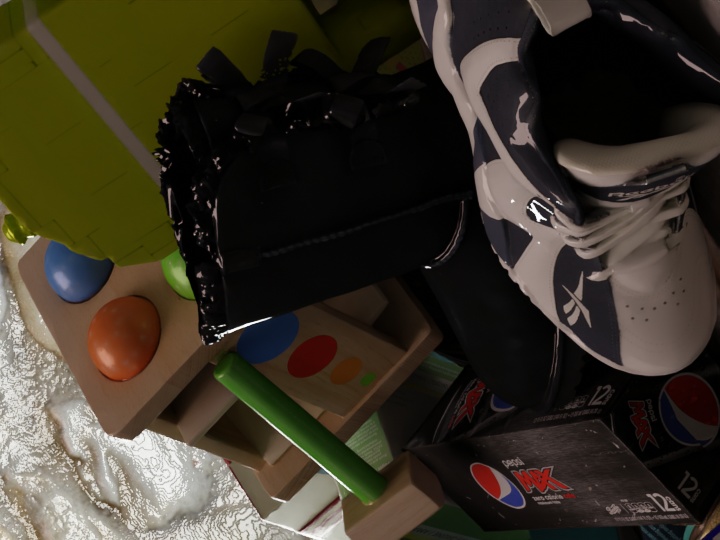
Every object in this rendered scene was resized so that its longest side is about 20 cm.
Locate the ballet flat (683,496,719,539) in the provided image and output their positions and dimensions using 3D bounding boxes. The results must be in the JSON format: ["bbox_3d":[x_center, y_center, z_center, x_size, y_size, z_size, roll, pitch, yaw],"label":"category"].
[{"bbox_3d":[0.187,0.147,0.864,0.071,0.070,0.200,51,172,18],"label":"ballet flat"}]

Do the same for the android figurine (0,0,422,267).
[{"bbox_3d":[-0.075,-0.078,0.702,0.182,0.199,0.041,50,-167,-37],"label":"android figurine"}]

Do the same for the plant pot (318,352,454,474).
[{"bbox_3d":[-0.012,0.007,1.094,0.201,0.199,0.135,52,137,12],"label":"plant pot"}]

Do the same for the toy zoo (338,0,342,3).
[{"bbox_3d":[0.035,-0.065,1.001,0.201,0.020,0.131,53,172,13],"label":"toy zoo"}]

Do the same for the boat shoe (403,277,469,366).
[{"bbox_3d":[0.000,0.000,0.976,0.199,0.070,0.066,28,177,16],"label":"boat shoe"}]

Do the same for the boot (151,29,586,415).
[{"bbox_3d":[0.008,-0.008,0.711,0.073,0.161,0.200,-125,24,-50],"label":"boot"}]

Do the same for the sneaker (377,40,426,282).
[{"bbox_3d":[0.042,-0.050,0.851,0.078,0.091,0.200,9,161,30],"label":"sneaker"}]

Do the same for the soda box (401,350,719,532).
[{"bbox_3d":[0.100,0.078,0.840,0.071,0.063,0.200,45,156,-11],"label":"soda box"}]

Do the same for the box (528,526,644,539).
[{"bbox_3d":[0.121,0.132,0.967,0.201,0.049,0.083,-99,-18,-53],"label":"box"}]

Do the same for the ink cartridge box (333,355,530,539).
[{"bbox_3d":[0.048,0.140,0.956,0.145,0.048,0.201,23,-140,-48],"label":"ink cartridge box"}]

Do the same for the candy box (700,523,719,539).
[{"bbox_3d":[0.235,0.191,0.693,0.169,0.077,0.201,42,165,54],"label":"candy box"}]

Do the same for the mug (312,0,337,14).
[{"bbox_3d":[-0.085,-0.183,0.810,0.176,0.146,0.201,63,-173,-66],"label":"mug"}]

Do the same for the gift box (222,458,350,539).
[{"bbox_3d":[-0.019,0.102,1.430,0.185,0.186,0.200,52,-172,23],"label":"gift box"}]

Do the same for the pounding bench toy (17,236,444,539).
[{"bbox_3d":[-0.053,0.038,0.851,0.156,0.124,0.200,28,-160,-51],"label":"pounding bench toy"}]

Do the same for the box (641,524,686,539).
[{"bbox_3d":[0.153,0.244,1.036,0.105,0.182,0.200,57,172,-27],"label":"box"}]

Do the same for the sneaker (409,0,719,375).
[{"bbox_3d":[0.089,-0.028,0.604,0.130,0.079,0.201,-122,10,-65],"label":"sneaker"}]
